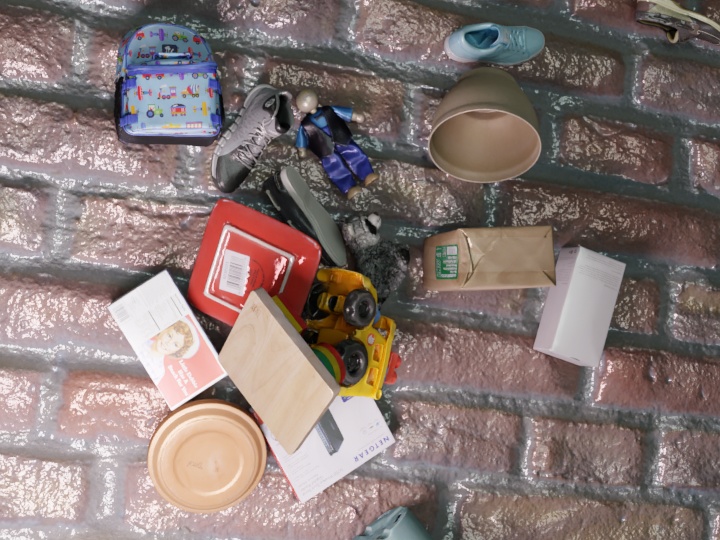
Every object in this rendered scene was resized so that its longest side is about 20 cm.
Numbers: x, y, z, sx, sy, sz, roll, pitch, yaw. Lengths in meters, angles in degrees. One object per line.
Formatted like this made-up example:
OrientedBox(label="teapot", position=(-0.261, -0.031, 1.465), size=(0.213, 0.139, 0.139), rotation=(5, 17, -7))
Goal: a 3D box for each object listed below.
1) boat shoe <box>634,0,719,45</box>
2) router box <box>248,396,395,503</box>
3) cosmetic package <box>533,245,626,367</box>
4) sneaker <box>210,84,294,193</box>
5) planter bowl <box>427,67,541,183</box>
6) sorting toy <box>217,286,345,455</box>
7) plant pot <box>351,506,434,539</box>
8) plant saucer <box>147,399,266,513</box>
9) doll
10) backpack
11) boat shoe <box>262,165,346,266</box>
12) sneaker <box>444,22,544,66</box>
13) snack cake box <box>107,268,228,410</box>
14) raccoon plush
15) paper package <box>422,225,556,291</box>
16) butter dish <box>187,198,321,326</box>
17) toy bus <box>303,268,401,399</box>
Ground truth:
OrientedBox(label="boat shoe", position=(0.617, -0.475, 1.865), size=(0.198, 0.072, 0.067), rotation=(21, 94, -14))
OrientedBox(label="router box", position=(-0.065, 0.268, 1.661), size=(0.198, 0.049, 0.182), rotation=(-31, 97, -14))
OrientedBox(label="cosmetic package", position=(0.406, 0.067, 1.781), size=(0.106, 0.085, 0.203), rotation=(20, 84, -14))
OrientedBox(label="sneaker", position=(-0.173, -0.220, 1.599), size=(0.075, 0.115, 0.203), rotation=(30, 80, -39))
OrientedBox(label="planter bowl", position=(0.220, -0.269, 1.695), size=(0.197, 0.201, 0.137), rotation=(16, 57, -15))
OrientedBox(label="sorting toy", position=(-0.113, 0.148, 1.483), size=(0.069, 0.201, 0.199), rotation=(-27, 70, -40))
OrientedBox(label="plant pot", position=(0.076, 0.526, 1.631), size=(0.199, 0.200, 0.197), rotation=(-36, 91, -13))
OrientedBox(label="plant saucer", position=(-0.252, 0.312, 1.584), size=(0.196, 0.032, 0.204), rotation=(-4, 107, -11))
OrientedBox(label="doll", position=(-0.046, -0.230, 1.677), size=(0.136, 0.048, 0.201), rotation=(-36, 92, -4))
OrientedBox(label="backpack", position=(-0.311, -0.312, 1.561), size=(0.179, 0.134, 0.204), rotation=(1, 86, -17))
OrientedBox(label="boat shoe", position=(-0.095, -0.084, 1.654), size=(0.060, 0.074, 0.201), rotation=(-24, 117, 25))
OrientedBox(label="sneaker", position=(0.256, -0.415, 1.750), size=(0.196, 0.082, 0.075), rotation=(-9, 92, -16))
OrientedBox(label="snack cake box", position=(-0.314, 0.112, 1.578), size=(0.114, 0.067, 0.202), rotation=(-31, 97, -8))
OrientedBox(label="raccoon plush", position=(0.000, 0.000, 1.654), size=(0.132, 0.096, 0.203), rotation=(23, 82, -20))
OrientedBox(label="paper package", position=(0.220, -0.017, 1.671), size=(0.187, 0.200, 0.106), rotation=(-3, 89, -15))
OrientedBox(label="butter dish", position=(-0.161, -0.009, 1.595), size=(0.197, 0.148, 0.203), rotation=(24, 111, 8))
OrientedBox(label="toy bus", position=(-0.003, 0.115, 1.594), size=(0.190, 0.134, 0.204), rotation=(19, 82, -43))
